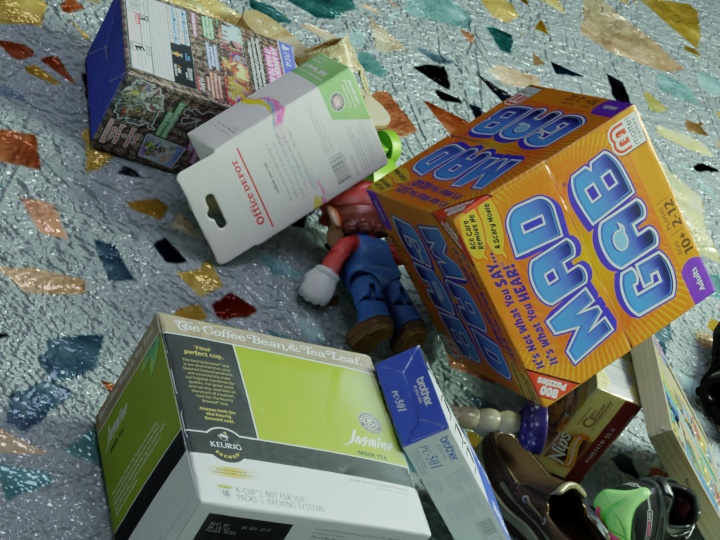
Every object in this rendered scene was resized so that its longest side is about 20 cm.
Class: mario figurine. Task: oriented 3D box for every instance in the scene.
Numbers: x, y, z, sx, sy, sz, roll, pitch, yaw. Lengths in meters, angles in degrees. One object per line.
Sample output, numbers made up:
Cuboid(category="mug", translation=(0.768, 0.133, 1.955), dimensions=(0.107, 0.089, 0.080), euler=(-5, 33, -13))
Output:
Cuboid(category="mario figurine", translation=(0.000, 0.000, 1.696), dimensions=(0.123, 0.106, 0.200), euler=(50, 20, -54))

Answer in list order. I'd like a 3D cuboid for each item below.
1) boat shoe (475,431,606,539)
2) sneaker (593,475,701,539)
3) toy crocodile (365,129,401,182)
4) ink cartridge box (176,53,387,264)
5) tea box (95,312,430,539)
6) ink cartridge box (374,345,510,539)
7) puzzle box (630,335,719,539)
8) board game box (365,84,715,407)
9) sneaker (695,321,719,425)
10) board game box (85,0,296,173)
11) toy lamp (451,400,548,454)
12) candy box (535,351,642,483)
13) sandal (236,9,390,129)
Cuboid(category="boat shoe", translation=(0.176, 0.214, 1.541), dimensions=(0.075, 0.075, 0.202), euler=(1, 44, -40))
Cuboid(category="sneaker", translation=(0.274, 0.235, 1.541), dimensions=(0.077, 0.084, 0.200), euler=(65, 10, 27))
Cuboid(category="toy crocodile", translation=(-0.019, -0.150, 1.874), dimensions=(0.067, 0.062, 0.200), euler=(-6, 44, -44))
Cuboid(category="ink cartridge box", translation=(-0.086, -0.108, 1.649), dimensions=(0.200, 0.117, 0.067), euler=(-32, 33, -15))
Cuboid(category="tea box", translation=(-0.082, 0.159, 1.339), dimensions=(0.200, 0.134, 0.197), euler=(14, 38, -28))
Cuboid(category="ink cartridge box", translation=(0.073, 0.161, 1.440), dimensions=(0.200, 0.044, 0.094), euler=(63, 6, -46))
Cuboid(category="puzzle box", translation=(0.310, 0.164, 1.654), dimensions=(0.133, 0.025, 0.200), euler=(-94, 158, -45))
Cuboid(category="board game box", translation=(0.163, -0.030, 1.580), dimensions=(0.200, 0.200, 0.200), euler=(63, -14, -20))
Cuboid(category="sneaker", translation=(0.413, 0.115, 1.876), dimensions=(0.098, 0.071, 0.201), euler=(22, 36, -21))
Cuboid(category="board game box", translation=(-0.168, -0.180, 1.743), dimensions=(0.200, 0.097, 0.160), euler=(17, 36, -24))
Cuboid(category="toy lamp", translation=(0.066, 0.128, 1.542), dimensions=(0.200, 0.058, 0.058), euler=(7, 37, -7))
Cuboid(category="candy box", translation=(0.217, 0.098, 1.690), dimensions=(0.055, 0.115, 0.200), euler=(25, 34, -14))
Cuboid(category="sandal", translation=(-0.043, -0.248, 1.964), dimensions=(0.212, 0.070, 0.078), euler=(36, 33, 4))
